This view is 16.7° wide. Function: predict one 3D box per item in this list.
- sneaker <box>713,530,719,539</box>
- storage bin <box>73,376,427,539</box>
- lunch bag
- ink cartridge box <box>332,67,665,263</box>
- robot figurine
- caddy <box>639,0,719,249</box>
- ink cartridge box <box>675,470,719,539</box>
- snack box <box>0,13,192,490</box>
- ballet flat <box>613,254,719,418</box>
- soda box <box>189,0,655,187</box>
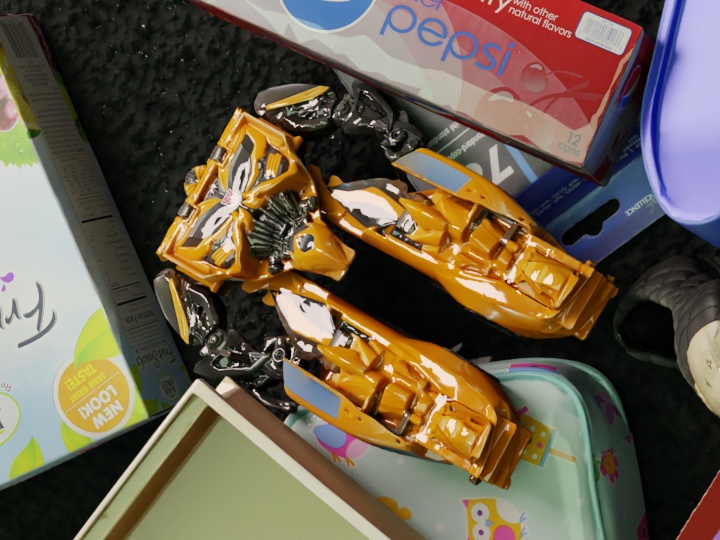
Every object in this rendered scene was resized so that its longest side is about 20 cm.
[{"bbox_3d":[0.200,0.072,0.985,0.083,0.200,0.081,35,151,38],"label":"sneaker"},{"bbox_3d":[-0.042,0.180,0.991,0.200,0.094,0.199,38,95,2],"label":"storage bin"},{"bbox_3d":[0.046,0.135,1.078,0.159,0.077,0.202,-8,93,22],"label":"lunch bag"},{"bbox_3d":[0.050,-0.087,1.072,0.099,0.039,0.201,-38,84,18],"label":"ink cartridge box"},{"bbox_3d":[0.000,0.000,1.029,0.199,0.058,0.146,29,88,26],"label":"robot figurine"},{"bbox_3d":[0.199,-0.082,0.985,0.141,0.105,0.202,13,90,33],"label":"caddy"},{"bbox_3d":[0.193,0.149,0.925,0.162,0.199,0.050,-61,34,15],"label":"ink cartridge box"},{"bbox_3d":[-0.194,0.004,1.152,0.168,0.068,0.201,-25,89,19],"label":"snack box"},{"bbox_3d":[0.138,0.036,0.973,0.057,0.200,0.067,-31,96,6],"label":"ballet flat"},{"bbox_3d":[0.022,-0.105,1.020,0.199,0.070,0.064,25,92,15],"label":"soda box"}]
